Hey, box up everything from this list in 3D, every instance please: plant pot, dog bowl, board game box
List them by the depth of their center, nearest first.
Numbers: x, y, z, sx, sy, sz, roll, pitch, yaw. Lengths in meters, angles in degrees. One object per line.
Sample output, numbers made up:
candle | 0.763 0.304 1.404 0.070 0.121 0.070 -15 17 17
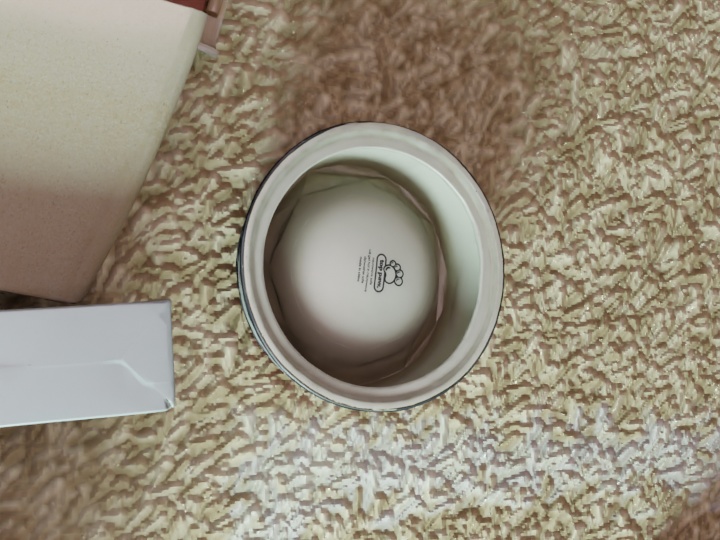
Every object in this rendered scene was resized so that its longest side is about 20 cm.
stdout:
board game box | -0.201 0.054 0.693 0.146 0.200 0.065 -2 87 -22
plant pot | -0.222 -0.084 0.712 0.197 0.200 0.180 12 91 -20
dog bowl | 0.000 0.000 0.847 0.198 0.074 0.203 3 83 -21

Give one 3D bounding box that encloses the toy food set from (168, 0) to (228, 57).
toy food set | -0.138 -0.265 0.825 0.142 0.060 0.202 20 78 -18
